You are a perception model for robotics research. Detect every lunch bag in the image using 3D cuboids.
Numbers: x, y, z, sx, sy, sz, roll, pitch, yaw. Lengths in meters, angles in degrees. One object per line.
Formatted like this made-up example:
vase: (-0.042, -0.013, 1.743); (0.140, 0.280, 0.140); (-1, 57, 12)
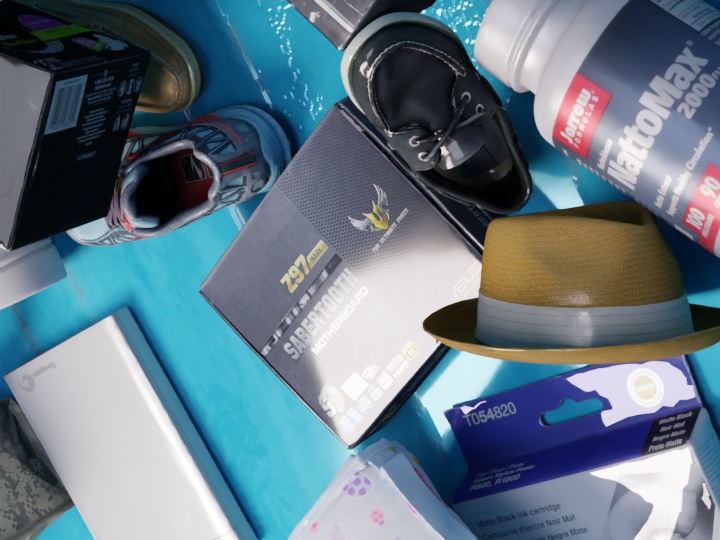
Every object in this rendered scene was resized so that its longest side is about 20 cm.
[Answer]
lunch bag: (-0.339, 0.205, 1.758); (0.164, 0.200, 0.118); (-39, 85, 37)
lunch bag: (0.032, 0.225, 1.531); (0.170, 0.127, 0.200); (47, 146, 20)

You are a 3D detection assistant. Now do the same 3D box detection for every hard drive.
hard drive: (-0.173, 0.140, 1.732); (0.132, 0.027, 0.200); (-28, 92, 37)

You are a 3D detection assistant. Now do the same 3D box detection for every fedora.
fedora: (0.132, 0.003, 1.381); (0.200, 0.200, 0.082); (3, 101, 32)

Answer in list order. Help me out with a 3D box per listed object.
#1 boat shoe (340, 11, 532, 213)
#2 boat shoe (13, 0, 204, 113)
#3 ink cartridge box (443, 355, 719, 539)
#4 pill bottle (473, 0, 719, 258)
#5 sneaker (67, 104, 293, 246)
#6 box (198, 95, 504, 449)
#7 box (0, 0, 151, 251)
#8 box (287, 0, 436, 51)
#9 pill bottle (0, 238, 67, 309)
boat shoe: (0.053, -0.086, 1.392); (0.074, 0.199, 0.066); (-38, 58, 0)
boat shoe: (-0.205, -0.153, 1.603); (0.200, 0.076, 0.072); (22, 119, 24)
ink cartridge box: (0.159, 0.165, 1.514); (0.199, 0.041, 0.200); (-20, 96, 37)
pill bottle: (0.171, -0.104, 1.349); (0.200, 0.120, 0.120); (35, 124, 17)
sneaker: (-0.147, -0.061, 1.589); (0.200, 0.095, 0.079); (-20, 97, 37)
box: (0.000, 0.000, 1.546); (0.158, 0.051, 0.200); (47, 126, 10)
box: (-0.266, -0.113, 1.505); (0.200, 0.149, 0.125); (21, 106, 15)
box: (-0.004, -0.273, 1.336); (0.197, 0.124, 0.200); (43, 125, 9)
pill bottle: (-0.294, -0.068, 1.669); (0.120, 0.120, 0.200); (-20, 97, 37)
